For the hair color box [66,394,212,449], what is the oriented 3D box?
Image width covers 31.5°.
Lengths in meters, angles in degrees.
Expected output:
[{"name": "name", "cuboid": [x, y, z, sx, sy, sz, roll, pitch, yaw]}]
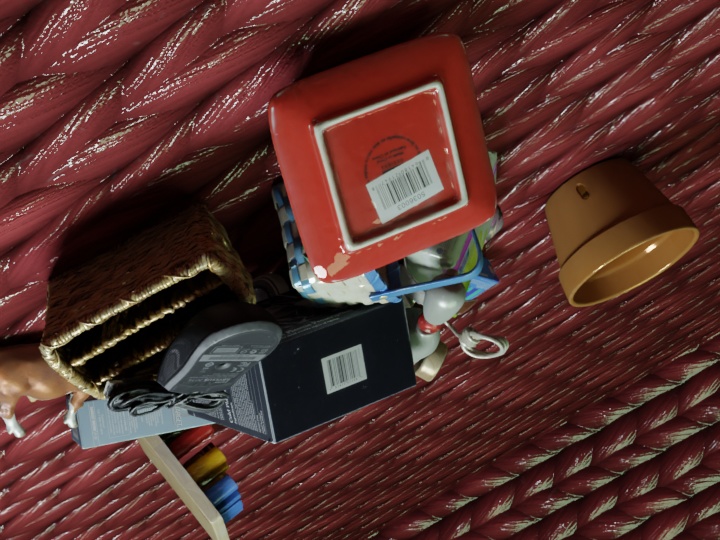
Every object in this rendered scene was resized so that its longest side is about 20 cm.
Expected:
[{"name": "hair color box", "cuboid": [-0.261, 0.172, 1.608, 0.199, 0.061, 0.099, -10, -176, -20]}]

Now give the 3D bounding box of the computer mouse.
[{"name": "computer mouse", "cuboid": [-0.154, 0.079, 1.255, 0.138, 0.053, 0.200, 7, 146, -40]}]

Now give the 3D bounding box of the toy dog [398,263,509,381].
[{"name": "toy dog", "cuboid": [0.079, 0.047, 1.458, 0.132, 0.097, 0.200, 35, 145, -23]}]

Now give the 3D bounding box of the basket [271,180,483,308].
[{"name": "basket", "cuboid": [0.018, -0.048, 1.341, 0.199, 0.177, 0.139, -18, 158, 8]}]

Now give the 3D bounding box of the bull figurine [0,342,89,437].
[{"name": "bull figurine", "cuboid": [-0.342, 0.121, 1.446, 0.199, 0.065, 0.122, -1, 124, -33]}]

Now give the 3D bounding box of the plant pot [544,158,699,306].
[{"name": "plant pot", "cuboid": [0.346, -0.060, 1.771, 0.199, 0.141, 0.200, -24, 160, -9]}]

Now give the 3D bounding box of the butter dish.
[{"name": "butter dish", "cuboid": [0.006, -0.119, 1.221, 0.199, 0.148, 0.200, -22, 116, -14]}]

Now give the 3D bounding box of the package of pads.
[{"name": "package of pads", "cuboid": [0.107, -0.052, 1.497, 0.200, 0.068, 0.155, 77, 33, -69]}]

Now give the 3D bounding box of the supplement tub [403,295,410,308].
[{"name": "supplement tub", "cuboid": [-0.040, 0.094, 1.663, 0.199, 0.145, 0.145, -14, 157, -32]}]

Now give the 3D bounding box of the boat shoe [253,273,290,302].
[{"name": "boat shoe", "cuboid": [-0.167, 0.076, 1.557, 0.092, 0.075, 0.200, -17, 160, -45]}]

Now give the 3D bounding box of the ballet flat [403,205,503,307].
[{"name": "ballet flat", "cuboid": [0.103, -0.026, 1.680, 0.071, 0.069, 0.200, 17, 132, -37]}]

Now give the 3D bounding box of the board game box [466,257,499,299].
[{"name": "board game box", "cuboid": [0.083, 0.042, 1.833, 0.200, 0.045, 0.152, -34, 159, 20]}]

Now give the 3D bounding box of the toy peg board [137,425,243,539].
[{"name": "toy peg board", "cuboid": [-0.227, 0.278, 1.833, 0.098, 0.199, 0.200, -38, 163, -15]}]

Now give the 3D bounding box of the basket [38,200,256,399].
[{"name": "basket", "cuboid": [-0.204, 0.052, 1.279, 0.199, 0.149, 0.143, -28, 116, 2]}]

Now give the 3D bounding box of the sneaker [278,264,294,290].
[{"name": "sneaker", "cuboid": [0.000, 0.000, 1.573, 0.199, 0.082, 0.073, -29, 158, 2]}]

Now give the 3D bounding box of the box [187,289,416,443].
[{"name": "box", "cuboid": [-0.074, 0.097, 1.414, 0.199, 0.105, 0.182, -19, -165, -35]}]
